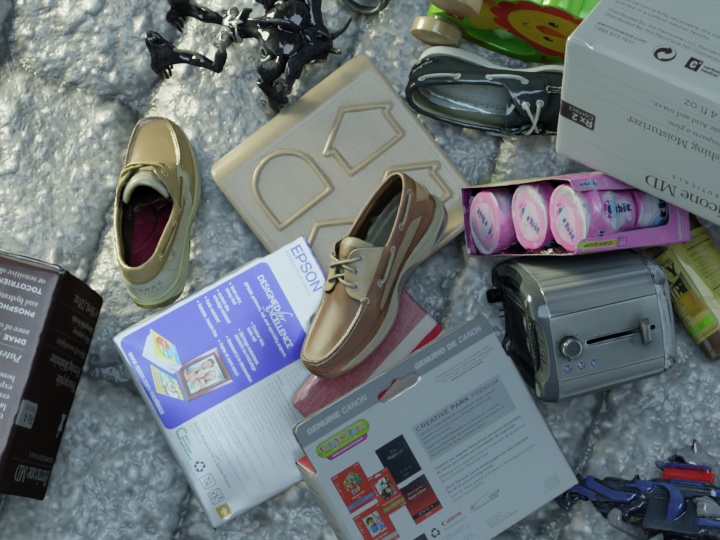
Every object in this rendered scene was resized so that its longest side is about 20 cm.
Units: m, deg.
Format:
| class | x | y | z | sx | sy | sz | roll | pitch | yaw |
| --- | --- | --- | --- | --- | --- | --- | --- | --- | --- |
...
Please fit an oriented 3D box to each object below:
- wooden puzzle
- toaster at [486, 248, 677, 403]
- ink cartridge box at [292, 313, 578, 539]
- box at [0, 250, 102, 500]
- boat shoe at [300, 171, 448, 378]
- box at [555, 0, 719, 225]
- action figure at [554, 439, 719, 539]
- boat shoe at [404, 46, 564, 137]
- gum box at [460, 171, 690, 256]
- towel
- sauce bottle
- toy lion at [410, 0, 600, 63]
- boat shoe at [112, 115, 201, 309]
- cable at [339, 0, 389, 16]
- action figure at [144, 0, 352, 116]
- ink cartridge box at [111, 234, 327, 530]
| class | x | y | z | sx | sy | sz | roll | pitch | yaw |
| --- | --- | --- | --- | --- | --- | --- | --- | --- | --- |
| wooden puzzle | -0.011 | -0.072 | 1.629 | 0.185 | 0.046 | 0.200 | -37 | 76 | -3 |
| toaster | 0.193 | 0.040 | 1.531 | 0.129 | 0.200 | 0.114 | -10 | 100 | -7 |
| ink cartridge box | 0.055 | 0.155 | 1.511 | 0.200 | 0.084 | 0.176 | -30 | 99 | -11 |
| box | -0.348 | 0.085 | 1.564 | 0.164 | 0.166 | 0.201 | 14 | 82 | 6 |
| boat shoe | 0.000 | 0.000 | 1.530 | 0.076 | 0.072 | 0.200 | 8 | 60 | 43 |
| box | 0.290 | -0.159 | 1.403 | 0.199 | 0.131 | 0.200 | 26 | 55 | 21 |
| action figure | 0.258 | 0.241 | 1.543 | 0.200 | 0.105 | 0.194 | 12 | 73 | 34 |
| boat shoe | 0.139 | -0.151 | 1.608 | 0.199 | 0.076 | 0.060 | 10 | 41 | 15 |
| gum box | 0.185 | -0.050 | 1.510 | 0.113 | 0.200 | 0.066 | -8 | 93 | -25 |
| towel | 0.054 | 0.132 | 1.566 | 0.200 | 0.023 | 0.144 | 45 | 82 | -10 |
| sauce bottle | 0.287 | -0.016 | 1.584 | 0.065 | 0.065 | 0.200 | -32 | 77 | -1 |
| toy lion | 0.153 | -0.224 | 1.567 | 0.191 | 0.200 | 0.069 | 21 | 82 | -3 |
| boat shoe | -0.189 | -0.066 | 1.605 | 0.074 | 0.066 | 0.201 | -11 | 58 | 9 |
| cable | -0.037 | -0.296 | 1.683 | 0.199 | 0.050 | 0.097 | 6 | 97 | 18 |
| action figure | -0.092 | -0.214 | 1.633 | 0.199 | 0.102 | 0.119 | 9 | 78 | 22 |
| ink cartridge box | -0.091 | 0.100 | 1.583 | 0.200 | 0.043 | 0.199 | -28 | 92 | -3 |
